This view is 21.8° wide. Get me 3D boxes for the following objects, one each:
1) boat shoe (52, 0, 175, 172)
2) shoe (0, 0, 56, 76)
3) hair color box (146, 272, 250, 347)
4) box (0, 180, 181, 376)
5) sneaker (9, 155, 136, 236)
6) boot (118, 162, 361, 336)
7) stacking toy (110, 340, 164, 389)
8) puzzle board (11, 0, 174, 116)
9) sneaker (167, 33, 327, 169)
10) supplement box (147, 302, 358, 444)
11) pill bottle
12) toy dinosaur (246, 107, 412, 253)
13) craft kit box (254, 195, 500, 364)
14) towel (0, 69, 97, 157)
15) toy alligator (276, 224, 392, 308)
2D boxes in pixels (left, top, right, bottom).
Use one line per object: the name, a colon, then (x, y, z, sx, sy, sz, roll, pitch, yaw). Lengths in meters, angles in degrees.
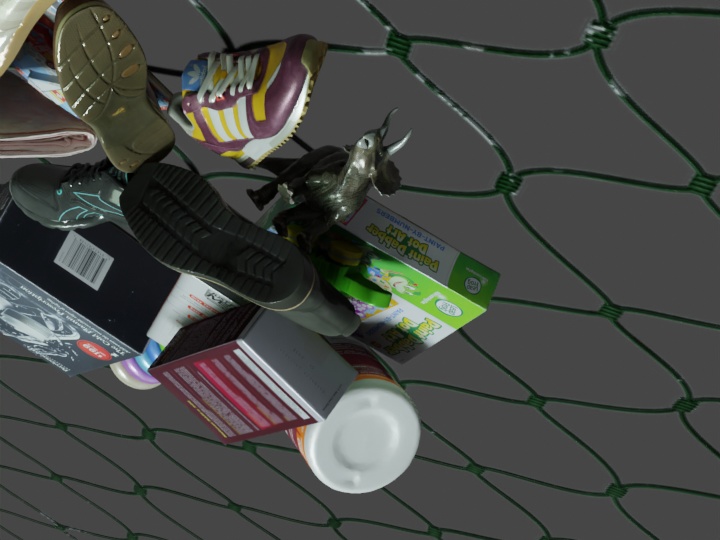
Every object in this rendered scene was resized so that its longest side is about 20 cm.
boat shoe: (-0.208, -0.159, 1.508, 0.068, 0.072, 0.200, 59, 174, 31)
shoe: (-0.278, -0.211, 1.478, 0.053, 0.070, 0.200, 35, 132, -19)
hair color box: (-0.131, 0.035, 1.767, 0.101, 0.061, 0.200, 33, 156, -4)
box: (-0.320, 0.008, 1.930, 0.200, 0.104, 0.182, 36, 154, -22)
sneaker: (-0.237, -0.080, 1.744, 0.199, 0.076, 0.079, 10, 139, 14)
boot: (-0.101, -0.007, 1.562, 0.200, 0.078, 0.138, 36, 179, 29)
stacking toy: (-0.184, 0.071, 1.967, 0.085, 0.086, 0.200, 37, 148, -26)
puzzle board: (-0.268, -0.194, 1.592, 0.150, 0.017, 0.200, -2, 144, 44)
sneaker: (-0.095, -0.141, 1.472, 0.090, 0.075, 0.200, 25, 155, -13)
supplement box: (-0.100, 0.092, 1.686, 0.109, 0.061, 0.200, 45, 150, -16)
pill bottle: (-0.028, 0.119, 1.789, 0.114, 0.114, 0.200, 40, -177, -30)
toy dinosaur: (-0.029, -0.071, 1.538, 0.077, 0.102, 0.200, 64, 159, -10)
craft kit box: (0.000, 0.000, 1.703, 0.197, 0.049, 0.200, 27, 155, -11)
towel: (-0.348, -0.141, 1.556, 0.190, 0.032, 0.200, -4, -153, -40)
toy alligator: (-0.062, -0.012, 1.627, 0.199, 0.060, 0.054, 20, -165, 10)
